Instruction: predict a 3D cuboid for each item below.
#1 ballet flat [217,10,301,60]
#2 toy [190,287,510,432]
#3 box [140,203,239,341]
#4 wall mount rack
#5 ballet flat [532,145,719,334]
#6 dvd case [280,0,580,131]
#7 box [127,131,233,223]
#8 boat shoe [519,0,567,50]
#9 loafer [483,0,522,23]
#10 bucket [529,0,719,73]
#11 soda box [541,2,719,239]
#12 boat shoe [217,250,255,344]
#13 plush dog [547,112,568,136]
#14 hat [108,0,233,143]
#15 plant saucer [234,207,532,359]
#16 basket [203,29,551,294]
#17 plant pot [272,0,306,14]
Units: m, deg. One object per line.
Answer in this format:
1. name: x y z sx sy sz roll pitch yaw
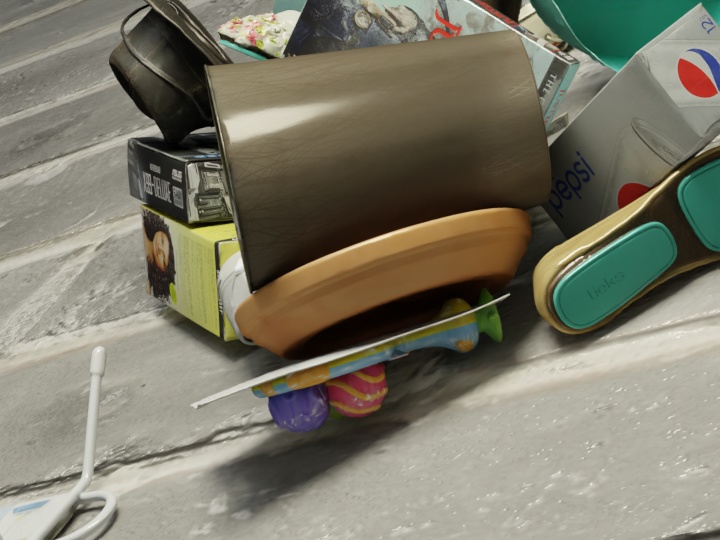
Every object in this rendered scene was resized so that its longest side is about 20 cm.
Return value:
1. ballet flat: -0.023 -0.167 1.763 0.075 0.199 0.064 28 93 57
2. toy: -0.003 0.067 1.398 0.198 0.048 0.115 -22 -1 -9
3. box: -0.114 -0.003 1.687 0.050 0.076 0.200 -8 11 -22
4. wall mount rack: -0.242 0.137 1.507 0.199 0.075 0.174 -14 23 32
5. ballet flat: 0.190 -0.032 1.375 0.199 0.069 0.063 -28 19 -3
6. dvd case: 0.037 -0.127 1.527 0.022 0.199 0.147 -10 -49 -61
7. box: -0.065 -0.078 1.742 0.198 0.050 0.158 -5 12 -21
8. boat shoe: 0.144 -0.206 1.901 0.198 0.071 0.063 -20 62 13
9. loafer: 0.090 -0.165 1.718 0.072 0.202 0.071 -2 31 -20
10. bucket: 0.217 -0.244 1.696 0.206 0.208 0.135 -28 13 -4
11. soda box: 0.174 -0.085 1.414 0.063 0.068 0.200 -36 -5 -26
12. boat shoe: 0.000 0.000 1.556 0.198 0.072 0.069 -14 50 -5
13. plush dog: 0.041 -0.136 1.632 0.200 0.173 0.160 -39 -13 31
14. hat: -0.136 -0.142 1.706 0.081 0.200 0.201 -46 19 4
15. plant saucer: 0.018 0.013 1.426 0.198 0.038 0.200 -19 -9 -3
16. basket: 0.012 -0.078 1.420 0.198 0.137 0.181 -12 28 -4
17. plant pot: 0.027 -0.245 2.004 0.134 0.201 0.200 23 42 20
